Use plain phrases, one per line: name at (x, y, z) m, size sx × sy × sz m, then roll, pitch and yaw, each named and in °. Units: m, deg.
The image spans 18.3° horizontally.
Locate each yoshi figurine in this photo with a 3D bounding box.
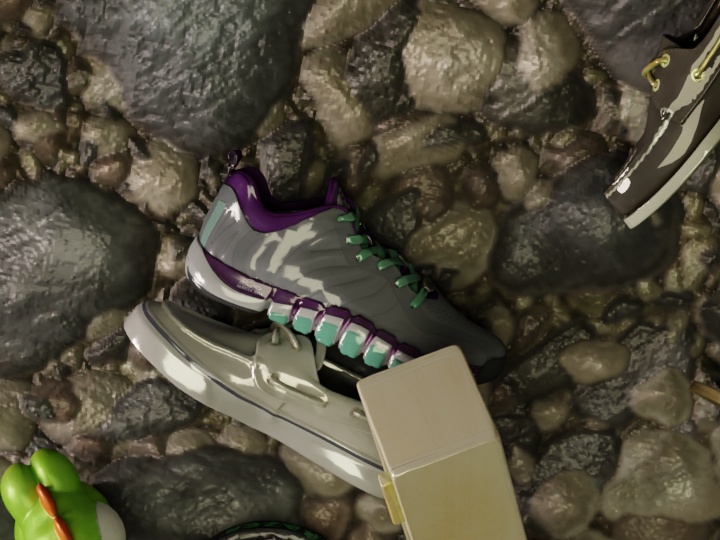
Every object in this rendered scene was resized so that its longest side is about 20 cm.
yoshi figurine at (-0.155, 0.202, 1.362) m, size 0.112 × 0.112 × 0.201 m, roll -31°, pitch 85°, yaw 46°

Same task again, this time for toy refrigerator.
toy refrigerator at (0.054, 0.144, 1.299) m, size 0.070 × 0.076 × 0.201 m, roll -19°, pitch 136°, yaw -3°

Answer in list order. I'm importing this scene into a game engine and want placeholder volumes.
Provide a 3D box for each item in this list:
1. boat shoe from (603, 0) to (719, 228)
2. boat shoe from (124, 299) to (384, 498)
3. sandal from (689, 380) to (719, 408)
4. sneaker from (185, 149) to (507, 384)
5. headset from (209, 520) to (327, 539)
boat shoe at (0.195, -0.117, 1.249) m, size 0.060 × 0.072 × 0.202 m, roll 36°, pitch 102°, yaw -4°
boat shoe at (-0.043, 0.063, 1.331) m, size 0.199 × 0.072 × 0.066 m, roll 32°, pitch 105°, yaw -8°
sandal at (0.296, 0.087, 1.322) m, size 0.211 × 0.078 × 0.070 m, roll 28°, pitch 90°, yaw -12°
sneaker at (0.000, 0.000, 1.305) m, size 0.199 × 0.074 × 0.088 m, roll 20°, pitch 105°, yaw -2°
headset at (-0.060, 0.260, 1.389) m, size 0.122 × 0.094 × 0.202 m, roll 2°, pitch 99°, yaw 4°
